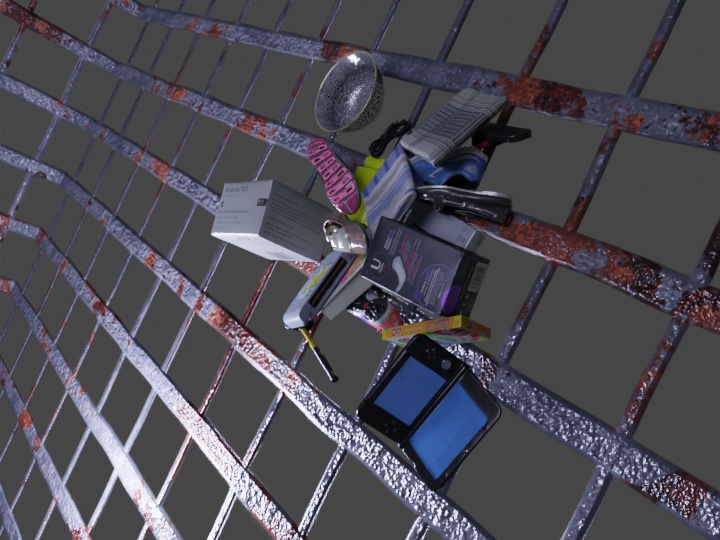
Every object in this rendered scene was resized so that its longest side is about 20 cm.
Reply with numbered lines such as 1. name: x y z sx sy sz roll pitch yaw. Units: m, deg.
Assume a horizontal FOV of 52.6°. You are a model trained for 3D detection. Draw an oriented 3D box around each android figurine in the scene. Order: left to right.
1. android figurine: 0.017 -0.162 1.615 0.199 0.041 0.185 23 89 50

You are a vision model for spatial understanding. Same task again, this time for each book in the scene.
1. book: 0.000 0.000 1.526 0.200 0.048 0.134 -44 16 22

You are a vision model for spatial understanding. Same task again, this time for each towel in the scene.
1. towel: 0.054 -0.155 1.473 0.147 0.024 0.202 -51 27 28
2. towel: 0.177 -0.291 1.429 0.192 0.035 0.200 -41 24 1

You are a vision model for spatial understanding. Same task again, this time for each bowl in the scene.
1. bowl: -0.007 -0.398 1.704 0.199 0.093 0.204 -22 57 38

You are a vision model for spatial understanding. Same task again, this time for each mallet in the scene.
1. mallet: -0.107 0.163 1.577 0.041 0.065 0.201 -52 44 19

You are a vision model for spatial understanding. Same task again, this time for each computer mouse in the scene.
1. computer mouse: 0.112 -0.264 1.553 0.110 0.044 0.199 -45 41 -14

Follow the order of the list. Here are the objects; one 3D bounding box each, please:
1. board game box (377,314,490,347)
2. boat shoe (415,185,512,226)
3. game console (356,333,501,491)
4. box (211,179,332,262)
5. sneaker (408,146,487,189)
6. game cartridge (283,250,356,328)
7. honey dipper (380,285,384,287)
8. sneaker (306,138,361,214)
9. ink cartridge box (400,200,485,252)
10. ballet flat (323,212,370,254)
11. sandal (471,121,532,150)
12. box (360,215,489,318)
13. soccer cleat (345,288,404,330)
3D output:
1. board game box: 0.130 0.116 1.331 0.198 0.095 0.031 -11 66 43
2. boat shoe: 0.187 -0.122 1.370 0.197 0.067 0.058 8 83 25
3. game console: 0.115 0.247 1.279 0.201 0.175 0.117 -52 15 14
4. box: -0.206 -0.112 1.702 0.197 0.198 0.133 3 75 46
5. sneaker: 0.158 -0.184 1.451 0.198 0.078 0.091 -7 65 44
6. game cartridge: -0.089 0.034 1.564 0.201 0.040 0.133 -55 10 -21
7. honey dipper: 0.116 0.020 1.434 0.198 0.038 0.039 3 74 45
8. sneaker: -0.049 -0.204 1.632 0.073 0.087 0.202 -36 66 9
9. ink cartridge box: 0.150 -0.071 1.438 0.200 0.039 0.100 41 104 45
10. ballet flat: -0.034 -0.069 1.500 0.200 0.066 0.069 -140 36 -70
11. sandal: 0.249 -0.252 1.397 0.199 0.074 0.046 28 136 57
12. box: 0.116 -0.005 1.335 0.198 0.105 0.124 27 99 37
13. soccer cleat: 0.027 0.083 1.480 0.068 0.073 0.200 -50 23 -6
